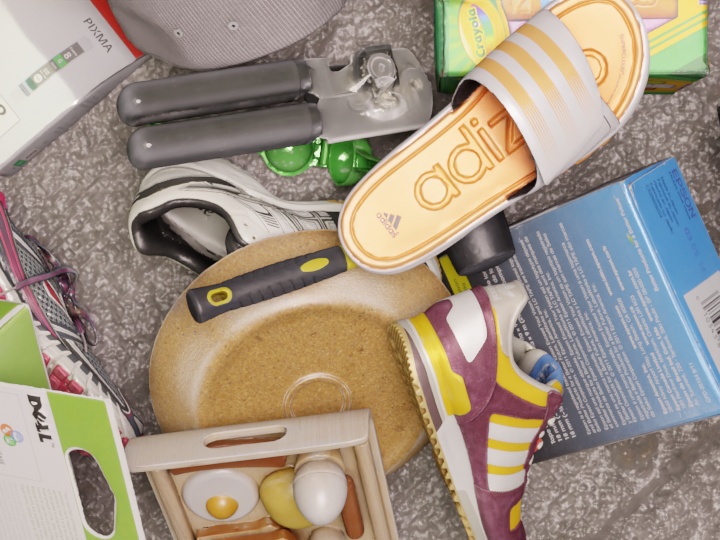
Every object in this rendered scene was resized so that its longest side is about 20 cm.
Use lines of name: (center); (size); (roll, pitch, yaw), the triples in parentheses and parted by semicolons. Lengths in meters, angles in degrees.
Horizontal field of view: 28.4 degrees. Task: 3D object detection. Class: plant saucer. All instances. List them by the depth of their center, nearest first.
plant saucer: (-0.028, 0.071, 0.865); (0.198, 0.036, 0.202); (-5, 121, -9)

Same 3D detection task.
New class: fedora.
fedora: (-0.086, -0.178, 0.850); (0.198, 0.177, 0.091); (-5, 120, 14)

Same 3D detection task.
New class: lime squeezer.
lime squeezer: (-0.039, -0.071, 0.893); (0.198, 0.070, 0.038); (14, 116, 32)

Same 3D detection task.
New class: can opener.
can opener: (-0.050, -0.094, 0.856); (0.198, 0.067, 0.054); (-11, 81, -22)

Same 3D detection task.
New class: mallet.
mallet: (0.000, 0.000, 0.807); (0.199, 0.041, 0.066); (-26, 84, -23)

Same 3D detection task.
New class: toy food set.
toy food set: (-0.051, 0.164, 0.863); (0.142, 0.061, 0.201); (-8, 134, 4)

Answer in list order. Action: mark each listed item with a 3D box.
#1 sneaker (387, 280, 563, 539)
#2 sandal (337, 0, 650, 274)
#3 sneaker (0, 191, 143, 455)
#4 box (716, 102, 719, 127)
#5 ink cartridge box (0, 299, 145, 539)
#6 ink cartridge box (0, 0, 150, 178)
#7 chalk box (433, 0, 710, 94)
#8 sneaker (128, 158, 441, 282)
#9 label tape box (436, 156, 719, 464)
sneaker: (0.086, 0.097, 0.847); (0.089, 0.075, 0.201); (-23, 128, -1)
sandal: (0.075, -0.069, 0.762); (0.206, 0.059, 0.079); (-41, 91, 3)
sneaker: (-0.202, 0.034, 0.905); (0.080, 0.075, 0.201); (-24, 106, 45)
box: (0.297, -0.015, 0.842); (0.158, 0.049, 0.202); (-13, 93, -35)
ink cartridge box: (-0.201, 0.099, 0.847); (0.198, 0.076, 0.149); (7, 124, 22)
ink cartridge box: (-0.206, -0.183, 0.903); (0.199, 0.050, 0.161); (-39, 91, 7)
chalk box: (0.099, -0.170, 0.848); (0.198, 0.125, 0.126); (0, 93, 4)
sneaker: (-0.050, -0.006, 0.876); (0.198, 0.088, 0.076); (18, 118, 6)
label tape box: (0.129, 0.033, 0.875); (0.199, 0.063, 0.145); (-23, 93, 45)
